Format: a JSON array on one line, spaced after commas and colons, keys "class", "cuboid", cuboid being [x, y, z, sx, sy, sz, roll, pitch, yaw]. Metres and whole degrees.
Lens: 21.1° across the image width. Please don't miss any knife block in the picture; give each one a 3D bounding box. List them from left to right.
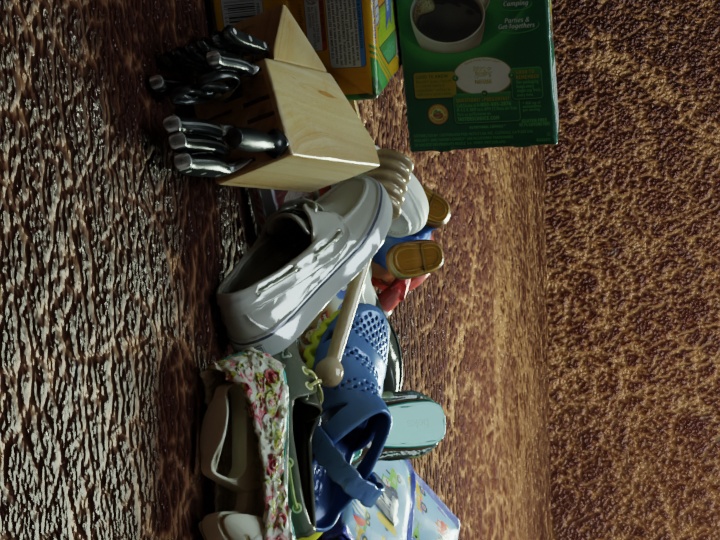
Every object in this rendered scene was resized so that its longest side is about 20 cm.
[{"class": "knife block", "cuboid": [-0.065, -0.088, 1.324, 0.201, 0.063, 0.177, 56, 28, -35]}]

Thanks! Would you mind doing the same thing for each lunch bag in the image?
[{"class": "lunch bag", "cuboid": [0.009, 0.229, 1.725, 0.151, 0.093, 0.201, -80, 150, -46]}]

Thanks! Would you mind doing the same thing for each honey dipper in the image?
[{"class": "honey dipper", "cuboid": [0.000, 0.000, 1.511, 0.038, 0.038, 0.202, 65, 37, -61]}]

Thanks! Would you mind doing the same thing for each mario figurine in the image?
[{"class": "mario figurine", "cuboid": [0.018, -0.022, 1.753, 0.124, 0.106, 0.200, -46, -179, -12]}]

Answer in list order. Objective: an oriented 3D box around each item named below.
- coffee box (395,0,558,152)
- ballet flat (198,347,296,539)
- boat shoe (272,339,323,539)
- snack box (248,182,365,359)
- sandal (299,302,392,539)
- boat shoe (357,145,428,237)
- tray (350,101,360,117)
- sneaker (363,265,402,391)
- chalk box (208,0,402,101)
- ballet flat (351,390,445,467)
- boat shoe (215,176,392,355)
[{"class": "coffee box", "cuboid": [0.090, -0.194, 1.494, 0.044, 0.122, 0.202, -66, 151, -65]}, {"class": "ballet flat", "cuboid": [-0.084, 0.152, 1.325, 0.064, 0.075, 0.202, 10, 70, -47]}, {"class": "boat shoe", "cuboid": [-0.057, 0.107, 1.441, 0.072, 0.060, 0.204, 68, 22, -58]}, {"class": "snack box", "cuboid": [-0.043, -0.026, 1.530, 0.024, 0.072, 0.201, 35, -34, 45]}, {"class": "sandal", "cuboid": [-0.006, 0.116, 1.498, 0.079, 0.087, 0.202, 33, 57, -36]}, {"class": "boat shoe", "cuboid": [-0.015, -0.074, 1.575, 0.200, 0.071, 0.069, 47, 50, -44]}, {"class": "tray", "cuboid": [-0.033, -0.146, 1.693, 0.201, 0.037, 0.099, 73, 18, -47]}, {"class": "sneaker", "cuboid": [-0.017, 0.033, 1.645, 0.089, 0.073, 0.202, -49, 125, -74]}, {"class": "chalk box", "cuboid": [-0.033, -0.208, 1.486, 0.200, 0.123, 0.126, -61, 147, -69]}, {"class": "ballet flat", "cuboid": [-0.015, 0.130, 1.598, 0.199, 0.074, 0.075, 11, 74, -46]}, {"class": "boat shoe", "cuboid": [-0.044, -0.019, 1.440, 0.200, 0.071, 0.066, -48, 128, -36]}]
